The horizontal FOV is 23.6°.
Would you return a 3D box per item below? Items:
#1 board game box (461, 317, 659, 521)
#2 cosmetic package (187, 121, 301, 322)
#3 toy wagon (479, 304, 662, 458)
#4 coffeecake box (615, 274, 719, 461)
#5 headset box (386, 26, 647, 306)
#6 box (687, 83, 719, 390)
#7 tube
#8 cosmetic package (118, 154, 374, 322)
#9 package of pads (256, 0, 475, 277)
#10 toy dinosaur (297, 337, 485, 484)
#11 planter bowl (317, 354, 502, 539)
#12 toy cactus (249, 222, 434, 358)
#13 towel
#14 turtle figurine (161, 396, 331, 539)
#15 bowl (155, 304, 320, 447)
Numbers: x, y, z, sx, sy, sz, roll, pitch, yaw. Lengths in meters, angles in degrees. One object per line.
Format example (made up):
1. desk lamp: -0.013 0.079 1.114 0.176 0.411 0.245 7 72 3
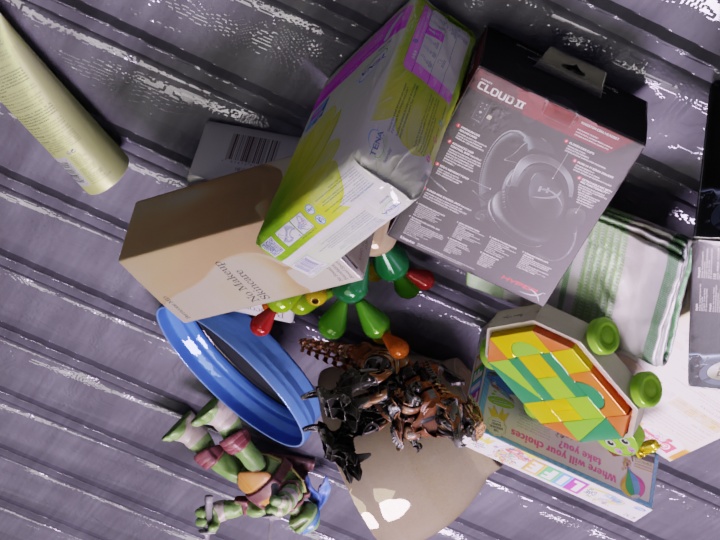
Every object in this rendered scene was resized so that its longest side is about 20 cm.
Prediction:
1. board game box: 0.199 0.144 1.675 0.200 0.135 0.034 26 143 -13
2. cosmetic package: -0.101 -0.042 1.589 0.101 0.074 0.200 11 142 7
3. toy wagon: 0.202 0.109 1.572 0.200 0.040 0.155 49 147 -20
4. coffeecake box: 0.305 0.084 1.607 0.153 0.073 0.200 32 140 -20
5. headset box: 0.131 -0.090 1.397 0.148 0.077 0.200 23 124 -6
6. box: 0.314 -0.023 1.389 0.086 0.164 0.200 5 143 13
7. tube: -0.285 -0.152 1.535 0.058 0.052 0.200 -41 123 1
8. cosmetic package: -0.098 -0.027 1.487 0.200 0.071 0.105 -15 136 33
9. package of pads: 0.008 -0.106 1.355 0.068 0.200 0.154 34 140 -17
10. toy dinosaur: 0.020 0.121 1.620 0.200 0.136 0.102 11 129 47
11. planter bowl: 0.060 0.165 1.726 0.134 0.201 0.200 -24 133 11
12. toy cactus: 0.000 0.000 1.566 0.200 0.102 0.165 2 123 -38
13. towel: 0.187 -0.002 1.512 0.200 0.031 0.150 22 134 19
14. turtle figurine: -0.141 0.250 1.905 0.194 0.200 0.144 50 169 -8
15. bowl: -0.120 0.095 1.733 0.200 0.039 0.201 38 160 17
